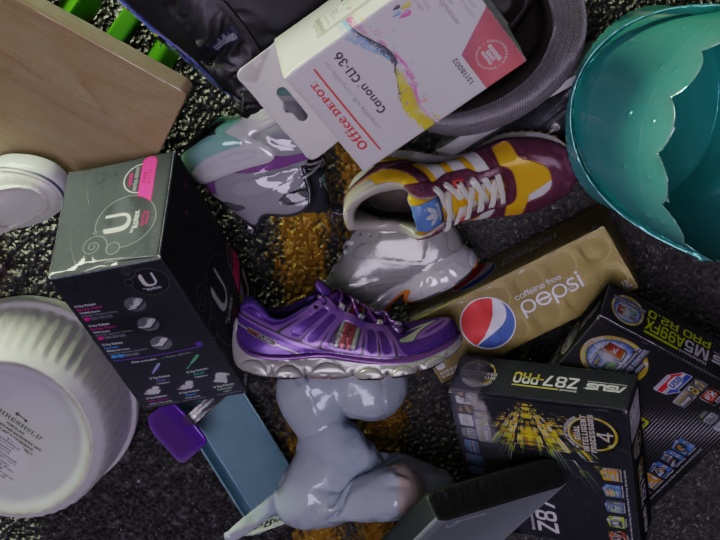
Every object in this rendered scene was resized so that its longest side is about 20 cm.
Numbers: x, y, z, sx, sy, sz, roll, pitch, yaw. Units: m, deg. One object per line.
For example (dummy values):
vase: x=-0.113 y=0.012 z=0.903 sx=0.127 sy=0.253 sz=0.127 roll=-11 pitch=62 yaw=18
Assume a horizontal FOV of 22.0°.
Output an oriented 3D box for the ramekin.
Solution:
ramekin: x=-0.311 y=0.134 z=1.720 sx=0.199 sy=0.105 sz=0.201 roll=2 pitch=112 yaw=5

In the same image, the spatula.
spatula: x=-0.130 y=0.114 z=1.701 sx=0.057 sy=0.021 sz=0.200 roll=47 pitch=124 yaw=-3

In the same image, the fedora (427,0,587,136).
fedora: x=0.087 y=-0.209 z=1.550 sx=0.200 sy=0.090 sz=0.177 roll=-32 pitch=104 yaw=12

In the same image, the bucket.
bucket: x=0.273 y=-0.118 z=1.499 sx=0.207 sy=0.135 sz=0.208 roll=-12 pitch=111 yaw=-33

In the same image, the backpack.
backpack: x=-0.113 y=-0.265 z=1.517 sx=0.200 sy=0.147 sz=0.183 roll=36 pitch=109 yaw=-20

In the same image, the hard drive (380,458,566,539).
hard drive: x=0.079 y=0.234 z=1.649 sx=0.033 sy=0.139 sz=0.200 roll=65 pitch=146 yaw=21

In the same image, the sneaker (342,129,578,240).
sneaker: x=0.083 y=-0.062 z=1.552 sx=0.199 sy=0.090 sz=0.075 roll=-8 pitch=118 yaw=23

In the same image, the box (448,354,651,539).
box: x=0.172 y=0.164 z=1.652 sx=0.161 sy=0.049 sz=0.200 roll=8 pitch=138 yaw=20

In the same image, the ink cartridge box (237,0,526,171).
ink cartridge box: x=0.014 y=-0.162 z=1.467 sx=0.200 sy=0.068 sz=0.117 roll=-34 pitch=124 yaw=12

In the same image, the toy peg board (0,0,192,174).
toy peg board: x=-0.252 y=-0.165 z=1.606 sx=0.200 sy=0.098 sz=0.199 roll=29 pitch=136 yaw=-5

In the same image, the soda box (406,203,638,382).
soda box: x=0.143 y=0.019 z=1.648 sx=0.200 sy=0.064 sz=0.068 roll=-27 pitch=106 yaw=15

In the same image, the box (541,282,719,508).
box: x=0.238 y=0.115 z=1.642 sx=0.160 sy=0.044 sz=0.200 roll=28 pitch=138 yaw=-6

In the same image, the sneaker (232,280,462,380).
sneaker: x=-0.010 y=0.050 z=1.594 sx=0.199 sy=0.081 sz=0.084 roll=0 pitch=96 yaw=-7

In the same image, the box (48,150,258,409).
box: x=-0.174 y=0.012 z=1.604 sx=0.106 sy=0.123 sz=0.200 roll=-10 pitch=140 yaw=16

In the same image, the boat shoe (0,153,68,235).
boat shoe: x=-0.340 y=-0.048 z=1.636 sx=0.199 sy=0.070 sz=0.071 roll=-9 pitch=132 yaw=31

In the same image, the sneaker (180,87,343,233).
sneaker: x=-0.044 y=-0.107 z=1.619 sx=0.200 sy=0.078 sz=0.140 roll=-34 pitch=106 yaw=27

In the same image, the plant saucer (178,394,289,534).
plant saucer: x=-0.120 y=0.155 z=1.755 sx=0.070 sy=0.019 sz=0.200 roll=-26 pitch=105 yaw=15

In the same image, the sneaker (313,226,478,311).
sneaker: x=0.000 y=0.000 z=1.659 sx=0.200 sy=0.076 sz=0.092 roll=-27 pitch=99 yaw=7

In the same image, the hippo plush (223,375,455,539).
hippo plush: x=-0.019 y=0.151 z=1.697 sx=0.199 sy=0.159 sz=0.161 roll=-8 pitch=85 yaw=10

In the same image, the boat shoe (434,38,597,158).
boat shoe: x=0.159 y=-0.134 z=1.586 sx=0.200 sy=0.076 sz=0.060 roll=-29 pitch=106 yaw=29
